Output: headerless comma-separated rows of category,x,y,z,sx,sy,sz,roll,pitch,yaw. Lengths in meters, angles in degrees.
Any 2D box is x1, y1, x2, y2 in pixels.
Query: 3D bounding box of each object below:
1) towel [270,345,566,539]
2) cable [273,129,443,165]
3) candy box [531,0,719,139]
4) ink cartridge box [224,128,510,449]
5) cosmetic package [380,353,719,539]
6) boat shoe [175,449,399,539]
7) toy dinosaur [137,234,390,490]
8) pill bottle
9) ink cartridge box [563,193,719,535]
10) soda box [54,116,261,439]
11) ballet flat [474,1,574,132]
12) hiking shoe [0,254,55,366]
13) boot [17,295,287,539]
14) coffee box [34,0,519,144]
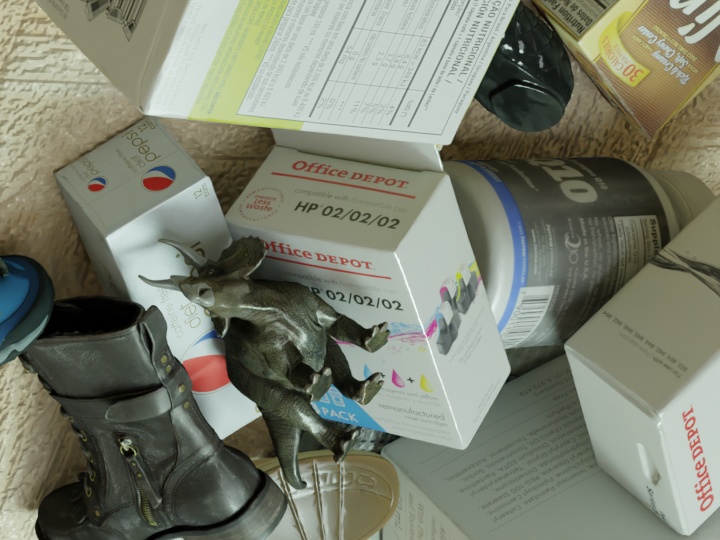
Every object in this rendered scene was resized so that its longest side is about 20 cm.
towel,0.039,0.105,1.823,0.200,0.035,0.193,19,113,-47
cable,0.002,-0.131,1.565,0.097,0.050,0.201,4,127,2
candy box,0.207,-0.185,1.679,0.200,0.055,0.115,-44,140,1
ink cartridge box,0.000,0.000,1.582,0.068,0.115,0.200,-56,142,-35
cosmetic package,0.133,0.192,1.807,0.166,0.200,0.168,-25,137,-25
boat shoe,-0.074,0.144,1.731,0.199,0.064,0.072,-11,111,-22
toy dinosaur,-0.041,0.045,1.563,0.077,0.102,0.200,-47,152,-17
pill bottle,0.120,-0.012,1.721,0.199,0.114,0.114,-3,127,-39
ink cartridge box,0.225,0.039,1.704,0.200,0.084,0.146,-42,146,-15
soda box,-0.103,0.011,1.593,0.068,0.064,0.200,-32,139,-12
ballet flat,0.060,-0.148,1.609,0.066,0.057,0.200,-20,140,19
hiking shoe,-0.242,0.011,1.467,0.199,0.074,0.087,-9,132,-34
boot,-0.145,0.083,1.596,0.174,0.200,0.069,54,46,-27
coffee box,-0.038,-0.199,1.345,0.197,0.200,0.200,3,122,-42
